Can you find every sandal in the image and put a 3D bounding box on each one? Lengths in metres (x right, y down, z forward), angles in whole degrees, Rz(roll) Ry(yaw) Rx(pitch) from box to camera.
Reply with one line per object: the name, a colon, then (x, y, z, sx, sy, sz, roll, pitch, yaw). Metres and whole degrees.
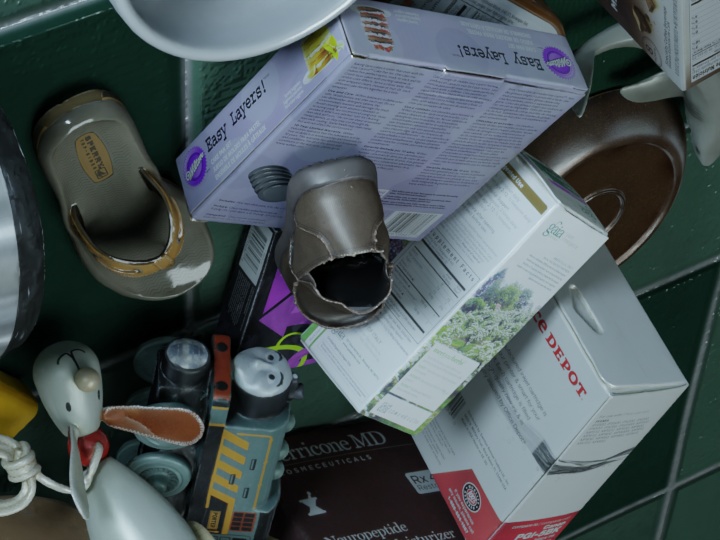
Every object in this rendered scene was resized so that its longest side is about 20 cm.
sandal: (-0.139, -0.035, 1.410, 0.082, 0.055, 0.200, -32, 146, -9)

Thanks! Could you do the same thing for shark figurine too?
shark figurine: (0.224, -0.139, 1.584, 0.214, 0.089, 0.128, 13, 109, -46)

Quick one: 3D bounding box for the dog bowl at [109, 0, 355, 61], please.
dog bowl: (-0.063, -0.215, 1.247, 0.200, 0.079, 0.200, -24, 143, -20)

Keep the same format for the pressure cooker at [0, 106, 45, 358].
pressure cooker: (-0.284, -0.014, 1.193, 0.200, 0.179, 0.176, -16, 143, -30)

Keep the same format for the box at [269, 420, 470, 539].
box: (-0.006, 0.243, 1.727, 0.166, 0.200, 0.164, -7, 135, -39)

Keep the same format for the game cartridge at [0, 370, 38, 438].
game cartridge: (-0.321, 0.109, 1.433, 0.176, 0.032, 0.200, -44, 147, 9)

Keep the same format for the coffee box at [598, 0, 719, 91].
coffee box: (0.201, -0.226, 1.447, 0.080, 0.113, 0.200, -29, 146, -12)

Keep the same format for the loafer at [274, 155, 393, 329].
loafer: (-0.015, 0.000, 1.448, 0.073, 0.071, 0.200, -13, 158, -2)

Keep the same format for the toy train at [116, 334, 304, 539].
toy train: (-0.105, 0.120, 1.573, 0.114, 0.085, 0.200, 5, 135, -11)

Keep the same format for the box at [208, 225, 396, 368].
box: (0.000, 0.000, 1.596, 0.200, 0.036, 0.143, -13, 139, -34)

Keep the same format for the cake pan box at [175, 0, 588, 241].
cake pan box: (0.015, -0.089, 1.431, 0.200, 0.052, 0.184, 4, 149, -37)

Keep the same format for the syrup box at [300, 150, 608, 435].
syrup box: (0.064, 0.011, 1.565, 0.200, 0.081, 0.079, -47, 146, 11)

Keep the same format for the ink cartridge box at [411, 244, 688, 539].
ink cartridge box: (0.129, 0.090, 1.677, 0.083, 0.147, 0.200, -3, 142, -37)

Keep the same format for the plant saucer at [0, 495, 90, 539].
plant saucer: (-0.222, 0.225, 1.508, 0.200, 0.200, 0.030, -17, 146, -27)

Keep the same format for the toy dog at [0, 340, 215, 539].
toy dog: (-0.146, 0.147, 1.463, 0.200, 0.096, 0.132, 50, 64, -24)

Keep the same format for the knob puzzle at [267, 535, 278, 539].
knob puzzle: (-0.135, 0.232, 1.599, 0.219, 0.220, 0.031, -18, 127, -26)

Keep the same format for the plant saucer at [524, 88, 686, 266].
plant saucer: (0.165, -0.047, 1.697, 0.200, 0.032, 0.200, -23, 144, -19)

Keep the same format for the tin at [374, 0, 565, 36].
tin: (0.058, -0.147, 1.476, 0.200, 0.042, 0.112, 20, 112, -51)
